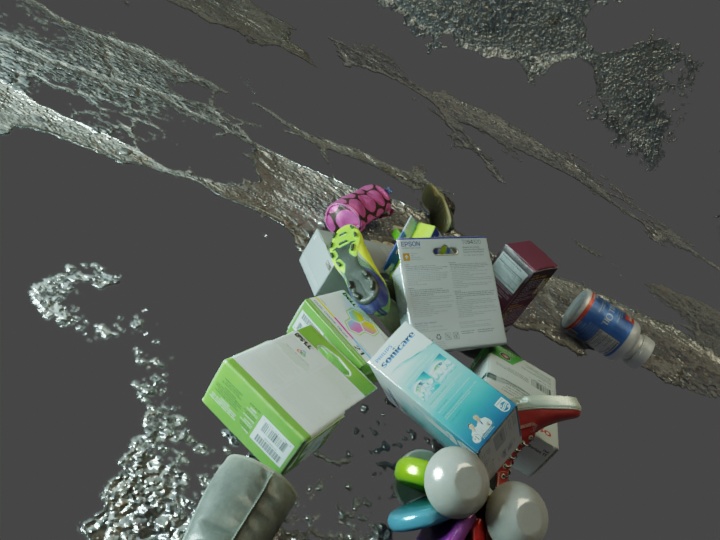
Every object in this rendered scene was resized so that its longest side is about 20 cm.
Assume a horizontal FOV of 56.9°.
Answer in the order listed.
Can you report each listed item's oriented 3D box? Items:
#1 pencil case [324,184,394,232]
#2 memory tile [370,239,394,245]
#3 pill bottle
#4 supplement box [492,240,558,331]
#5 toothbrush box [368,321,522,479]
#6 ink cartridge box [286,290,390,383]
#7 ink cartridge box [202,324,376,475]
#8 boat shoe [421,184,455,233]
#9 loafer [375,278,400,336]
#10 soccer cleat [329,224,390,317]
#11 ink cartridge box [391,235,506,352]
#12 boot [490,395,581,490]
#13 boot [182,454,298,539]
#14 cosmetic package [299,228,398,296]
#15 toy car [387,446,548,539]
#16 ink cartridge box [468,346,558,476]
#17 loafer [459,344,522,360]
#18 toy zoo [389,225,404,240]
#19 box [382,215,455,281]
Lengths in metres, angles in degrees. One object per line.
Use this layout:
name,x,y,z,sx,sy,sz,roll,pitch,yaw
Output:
pencil case,0.001,-0.130,1.457,0.094,0.091,0.200,43,32,5
memory tile,0.113,-0.009,1.432,0.200,0.017,0.153,2,41,-51
pill bottle,0.597,0.145,1.598,0.200,0.112,0.112,34,29,3
supplement box,0.295,0.043,1.359,0.110,0.200,0.086,-8,47,-49
toothbrush box,0.120,0.185,0.932,0.200,0.085,0.147,35,-17,32
ink cartridge box,0.001,0.105,1.101,0.148,0.076,0.200,46,33,23
ink cartridge box,-0.088,0.168,0.907,0.148,0.076,0.200,41,26,16
boat shoe,0.216,-0.161,1.727,0.065,0.073,0.200,14,33,-21
loafer,0.070,0.080,1.196,0.199,0.075,0.070,29,58,-18
soccer cleat,-0.001,0.001,1.136,0.084,0.065,0.201,48,14,-43
ink cartridge box,0.153,0.042,1.162,0.195,0.043,0.201,-2,75,-28
boot,0.236,0.264,0.985,0.072,0.199,0.145,55,26,-64
boot,-0.116,0.306,0.702,0.182,0.073,0.200,37,22,4
cosmetic package,-0.003,-0.001,1.255,0.199,0.090,0.107,9,36,-31
toy car,0.120,0.319,0.841,0.200,0.175,0.150,32,67,-8
ink cartridge box,0.259,0.234,1.151,0.146,0.083,0.200,31,28,-1
loafer,0.236,0.143,1.302,0.200,0.073,0.072,45,9,14
toy zoo,0.160,-0.021,1.473,0.131,0.020,0.200,9,36,-47
box,0.128,0.003,1.238,0.048,0.122,0.200,15,-21,40
